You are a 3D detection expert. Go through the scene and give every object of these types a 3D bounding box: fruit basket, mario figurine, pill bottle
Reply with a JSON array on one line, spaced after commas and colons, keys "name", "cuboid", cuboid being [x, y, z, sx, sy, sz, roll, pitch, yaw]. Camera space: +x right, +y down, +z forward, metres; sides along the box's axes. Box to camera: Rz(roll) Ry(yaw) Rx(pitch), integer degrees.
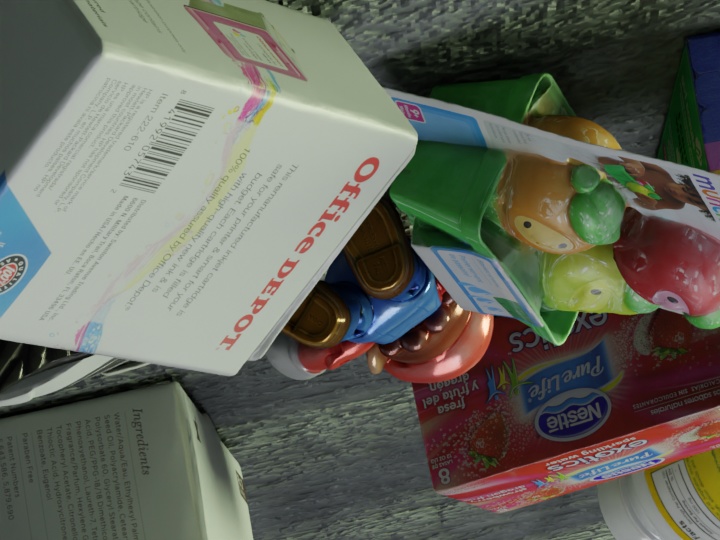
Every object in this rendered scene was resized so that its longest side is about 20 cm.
[{"name": "fruit basket", "cuboid": [0.118, -0.013, 1.357, 0.199, 0.094, 0.185, 22, 165, 30]}, {"name": "mario figurine", "cuboid": [0.000, 0.000, 1.487, 0.123, 0.107, 0.200, -3, 172, 14]}, {"name": "pill bottle", "cuboid": [0.253, 0.124, 1.942, 0.112, 0.113, 0.200, 5, 156, -40]}]

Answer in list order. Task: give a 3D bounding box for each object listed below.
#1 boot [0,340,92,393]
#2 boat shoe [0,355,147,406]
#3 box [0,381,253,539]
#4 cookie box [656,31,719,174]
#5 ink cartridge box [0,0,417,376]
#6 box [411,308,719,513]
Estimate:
[{"name": "boot", "cuboid": [-0.176, 0.020, 1.426, 0.211, 0.080, 0.158, -23, -179, -25]}, {"name": "boat shoe", "cuboid": [-0.129, 0.024, 1.489, 0.199, 0.071, 0.064, -20, 159, 19]}, {"name": "box", "cuboid": [-0.136, 0.196, 1.782, 0.130, 0.201, 0.199, -12, 161, 4]}, {"name": "cookie box", "cuboid": [0.237, -0.058, 1.457, 0.170, 0.076, 0.200, -9, 160, -2]}, {"name": "ink cartridge box", "cuboid": [-0.094, -0.043, 1.210, 0.200, 0.085, 0.145, 13, 122, -49]}, {"name": "box", "cuboid": [0.140, 0.069, 1.740, 0.199, 0.096, 0.100, -19, 161, 20]}]
